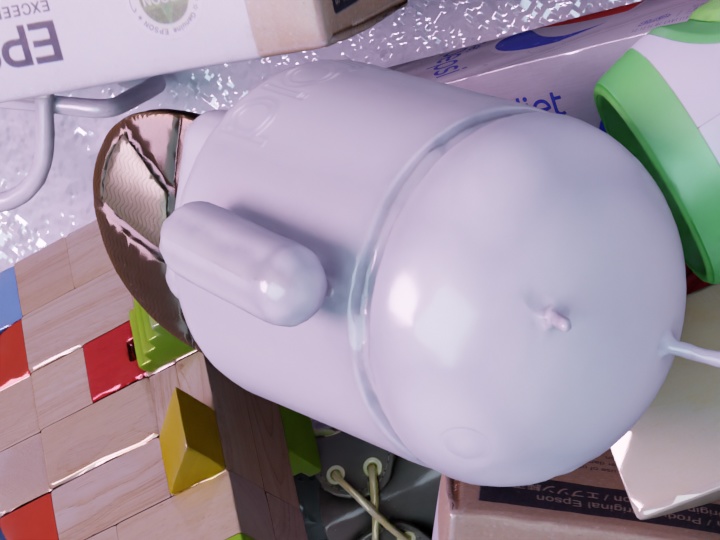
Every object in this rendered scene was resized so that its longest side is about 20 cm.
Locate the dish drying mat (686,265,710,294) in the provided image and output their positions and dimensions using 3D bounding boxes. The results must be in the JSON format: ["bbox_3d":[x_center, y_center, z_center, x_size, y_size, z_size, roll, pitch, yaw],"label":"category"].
[{"bbox_3d":[0.102,0.071,1.027,0.077,0.018,0.200,27,115,-16],"label":"dish drying mat"}]

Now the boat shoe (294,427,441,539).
[{"bbox_3d":[-0.003,0.092,1.086,0.201,0.060,0.072,-16,101,28],"label":"boat shoe"}]

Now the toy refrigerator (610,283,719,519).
[{"bbox_3d":[0.176,0.012,0.899,0.199,0.076,0.070,-24,80,26],"label":"toy refrigerator"}]

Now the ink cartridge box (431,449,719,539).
[{"bbox_3d":[0.101,0.163,1.020,0.164,0.075,0.201,6,117,0],"label":"ink cartridge box"}]

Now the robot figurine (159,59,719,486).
[{"bbox_3d":[0.020,-0.001,0.862,0.200,0.169,0.113,19,108,48],"label":"robot figurine"}]

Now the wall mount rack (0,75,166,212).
[{"bbox_3d":[-0.162,-0.130,1.085,0.173,0.075,0.201,8,111,22],"label":"wall mount rack"}]

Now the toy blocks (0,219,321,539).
[{"bbox_3d":[-0.101,0.066,1.054,0.136,0.100,0.201,-26,56,21],"label":"toy blocks"}]

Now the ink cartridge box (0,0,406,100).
[{"bbox_3d":[-0.101,-0.147,0.956,0.199,0.075,0.165,-8,104,26],"label":"ink cartridge box"}]

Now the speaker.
[{"bbox_3d":[0.175,-0.077,0.865,0.200,0.088,0.089,-31,94,-1],"label":"speaker"}]

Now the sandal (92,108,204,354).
[{"bbox_3d":[0.000,0.000,0.986,0.199,0.055,0.082,17,107,4],"label":"sandal"}]

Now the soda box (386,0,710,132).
[{"bbox_3d":[0.081,-0.053,0.987,0.199,0.063,0.069,-13,104,31],"label":"soda box"}]
